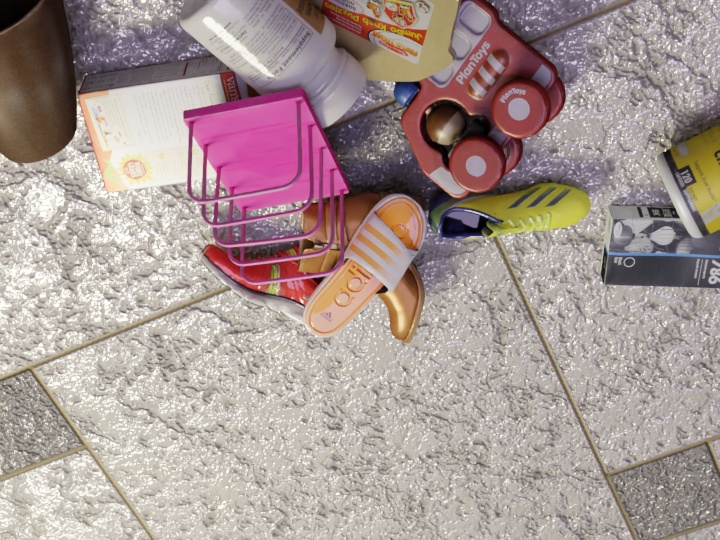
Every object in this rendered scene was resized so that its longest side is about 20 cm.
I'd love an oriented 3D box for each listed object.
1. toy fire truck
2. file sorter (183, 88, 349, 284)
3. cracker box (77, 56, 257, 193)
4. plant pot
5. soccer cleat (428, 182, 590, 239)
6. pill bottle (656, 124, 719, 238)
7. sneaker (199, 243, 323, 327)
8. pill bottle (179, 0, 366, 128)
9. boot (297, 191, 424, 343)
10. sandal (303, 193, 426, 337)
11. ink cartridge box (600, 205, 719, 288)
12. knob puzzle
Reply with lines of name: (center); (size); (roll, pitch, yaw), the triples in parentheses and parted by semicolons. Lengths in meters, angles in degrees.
toy fire truck: (0.130, -0.194, 1.526); (0.168, 0.112, 0.200); (41, 116, 5)
file sorter: (-0.102, -0.086, 1.488); (0.138, 0.126, 0.200); (-9, 150, 11)
cracker box: (-0.218, -0.173, 1.558); (0.198, 0.058, 0.135); (-7, 123, 6)
plant pot: (-0.394, -0.225, 1.475); (0.186, 0.188, 0.201); (-10, 136, 7)
soccer cleat: (0.182, -0.063, 1.605); (0.199, 0.084, 0.065); (-2, 121, 2)
pill bottle: (0.457, -0.127, 1.546); (0.199, 0.112, 0.112); (-27, 118, 16)
sneaker: (-0.108, 0.002, 1.669); (0.199, 0.077, 0.085); (24, 100, -19)
pill bottle: (-0.092, -0.253, 1.462); (0.114, 0.115, 0.200); (-40, 118, 22)
boot: (0.000, 0.000, 1.637); (0.154, 0.077, 0.201); (-4, 117, -10)
sandal: (0.010, 0.006, 1.578); (0.079, 0.059, 0.207); (34, 102, -16)
ink cartridge box: (0.404, -0.029, 1.651); (0.198, 0.039, 0.100); (0, 121, 0)
knob puzzle: (0.020, -0.283, 1.464); (0.218, 0.031, 0.220); (23, 151, 13)
